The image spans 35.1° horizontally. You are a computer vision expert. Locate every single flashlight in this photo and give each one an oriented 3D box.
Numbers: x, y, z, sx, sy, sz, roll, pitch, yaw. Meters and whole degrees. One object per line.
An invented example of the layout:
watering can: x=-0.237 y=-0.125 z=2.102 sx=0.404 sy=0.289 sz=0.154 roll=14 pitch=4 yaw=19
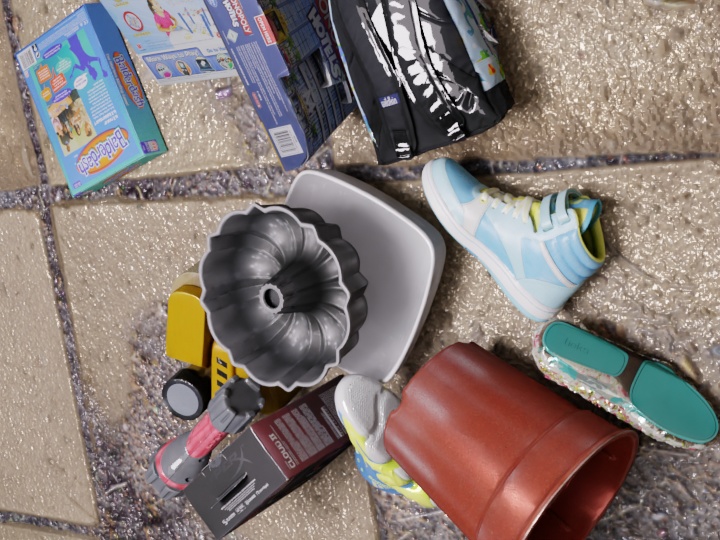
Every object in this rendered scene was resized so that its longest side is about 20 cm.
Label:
flashlight: x=-0.180 y=0.194 z=1.302 sx=0.200 sy=0.068 sz=0.068 roll=-46 pitch=52 yaw=43

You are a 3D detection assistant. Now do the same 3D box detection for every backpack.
backpack: x=0.051 y=-0.230 z=1.118 sx=0.163 sy=0.154 sz=0.200 roll=-19 pitch=114 yaw=39

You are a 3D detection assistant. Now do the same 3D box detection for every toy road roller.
toy road roller: x=-0.142 y=0.088 z=1.348 sx=0.145 sy=0.123 sz=0.201 roll=13 pitch=116 yaw=18

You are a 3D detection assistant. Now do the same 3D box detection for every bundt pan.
bundt pan: x=-0.073 y=0.020 z=1.212 sx=0.201 sy=0.076 sz=0.203 roll=11 pitch=110 yaw=32

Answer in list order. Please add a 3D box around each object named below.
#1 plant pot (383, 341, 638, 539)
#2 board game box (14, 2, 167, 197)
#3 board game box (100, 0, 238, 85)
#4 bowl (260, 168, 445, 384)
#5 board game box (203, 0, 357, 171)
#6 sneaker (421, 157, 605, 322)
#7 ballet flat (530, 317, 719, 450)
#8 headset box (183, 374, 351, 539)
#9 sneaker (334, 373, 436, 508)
plant pot: x=0.140 y=0.184 z=1.146 sx=0.195 sy=0.200 sz=0.202 roll=38 pitch=122 yaw=30
board game box: x=-0.342 y=-0.213 z=1.439 sx=0.152 sy=0.045 sz=0.201 roll=-21 pitch=91 yaw=36
board game box: x=-0.196 y=-0.301 z=1.233 sx=0.199 sy=0.056 sz=0.196 roll=3 pitch=137 yaw=42
bowl: x=0.000 y=0.000 z=1.249 sx=0.199 sy=0.075 sz=0.201 roll=32 pitch=120 yaw=24
board game box: x=-0.052 y=-0.238 z=1.164 sx=0.061 sy=0.200 sz=0.201 roll=-8 pitch=119 yaw=33
sneaker: x=0.161 y=-0.060 z=1.121 sx=0.200 sy=0.080 sz=0.131 roll=48 pitch=127 yaw=2
ballet flat: x=0.257 y=0.113 z=1.115 sx=0.199 sy=0.076 sz=0.064 roll=33 pitch=157 yaw=14
headset box: x=-0.097 y=0.215 z=1.300 sx=0.075 sy=0.200 sz=0.149 roll=52 pitch=124 yaw=10
sneaker: x=0.014 y=0.194 z=1.263 sx=0.105 sy=0.076 sz=0.200 roll=-9 pitch=126 yaw=47
